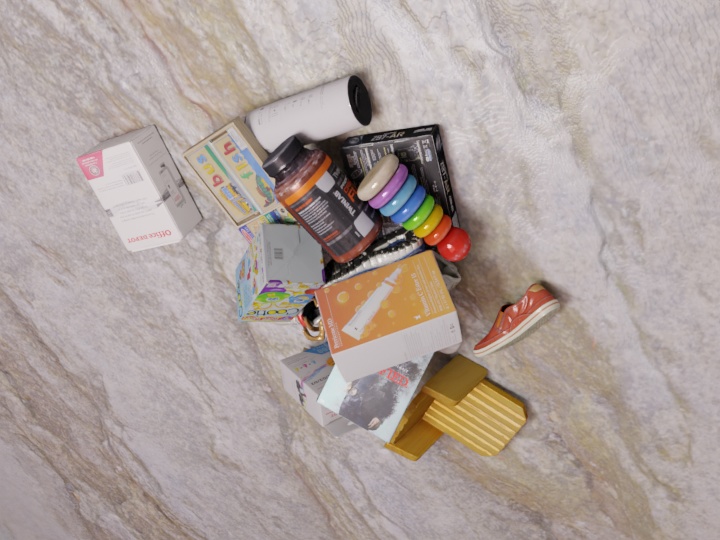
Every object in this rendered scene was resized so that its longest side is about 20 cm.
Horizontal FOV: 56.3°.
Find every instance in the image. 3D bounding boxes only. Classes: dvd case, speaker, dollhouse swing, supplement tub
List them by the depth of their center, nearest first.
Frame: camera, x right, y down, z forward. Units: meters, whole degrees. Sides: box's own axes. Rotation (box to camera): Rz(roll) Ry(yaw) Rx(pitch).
[{"bbox_3d":[-0.062,-0.114,1.057,0.106,0.107,0.200,-29,115,35],"label":"supplement tub"},{"bbox_3d":[-0.082,-0.241,1.060,0.198,0.081,0.082,-11,118,28],"label":"speaker"},{"bbox_3d":[0.031,0.166,1.137,0.145,0.022,0.202,28,90,8],"label":"dvd case"},{"bbox_3d":[0.185,0.299,1.278,0.176,0.181,0.201,41,131,17],"label":"dollhouse swing"}]

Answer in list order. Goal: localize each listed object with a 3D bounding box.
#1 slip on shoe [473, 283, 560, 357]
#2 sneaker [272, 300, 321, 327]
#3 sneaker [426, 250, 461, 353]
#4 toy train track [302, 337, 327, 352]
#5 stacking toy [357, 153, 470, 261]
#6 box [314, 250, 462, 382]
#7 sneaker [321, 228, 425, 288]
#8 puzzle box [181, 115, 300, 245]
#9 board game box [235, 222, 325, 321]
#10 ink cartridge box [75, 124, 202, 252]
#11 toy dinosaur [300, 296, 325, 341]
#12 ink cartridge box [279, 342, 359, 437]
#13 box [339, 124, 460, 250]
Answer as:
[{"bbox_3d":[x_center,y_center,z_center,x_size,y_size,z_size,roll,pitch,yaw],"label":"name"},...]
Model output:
[{"bbox_3d":[0.261,0.090,1.166,0.062,0.073,0.200,60,138,20],"label":"slip on shoe"},{"bbox_3d":[-0.115,0.072,1.283,0.198,0.094,0.071,-21,114,32],"label":"sneaker"},{"bbox_3d":[0.140,0.054,1.178,0.115,0.074,0.200,-30,107,38],"label":"sneaker"},{"bbox_3d":[-0.054,0.146,1.353,0.114,0.033,0.202,23,123,16],"label":"toy train track"},{"bbox_3d":[0.092,-0.085,1.044,0.200,0.086,0.085,41,128,-13],"label":"stacking toy"},{"bbox_3d":[0.044,0.072,1.058,0.198,0.125,0.098,-20,143,1],"label":"box"},{"bbox_3d":[0.022,0.006,1.124,0.198,0.079,0.090,-19,122,18],"label":"sneaker"},{"bbox_3d":[-0.190,-0.140,1.112,0.132,0.026,0.201,-22,115,34],"label":"puzzle box"},{"bbox_3d":[-0.144,0.010,1.167,0.102,0.106,0.200,2,158,-23],"label":"board game box"},{"bbox_3d":[-0.411,-0.149,1.258,0.145,0.083,0.202,-9,119,27],"label":"ink cartridge box"},{"bbox_3d":[-0.044,0.093,1.171,0.105,0.060,0.202,-23,82,10],"label":"toy dinosaur"},{"bbox_3d":[-0.053,0.214,1.242,0.199,0.114,0.069,29,131,52],"label":"ink cartridge box"},{"bbox_3d":[0.068,-0.127,1.101,0.158,0.044,0.202,-4,121,25],"label":"box"}]
